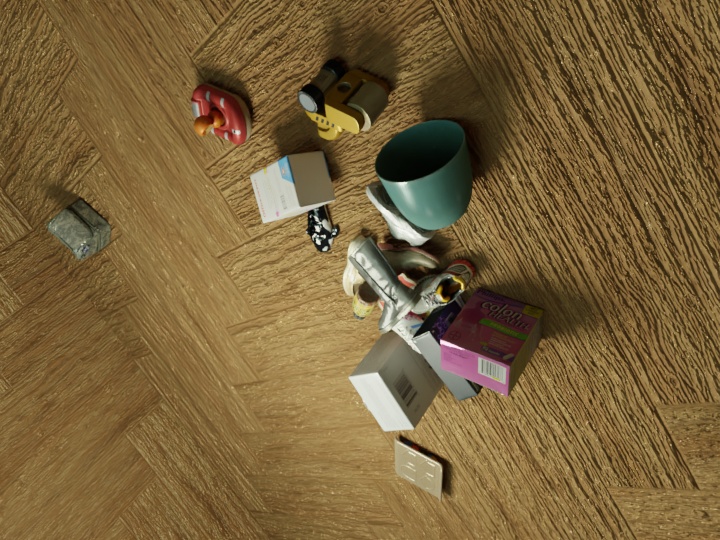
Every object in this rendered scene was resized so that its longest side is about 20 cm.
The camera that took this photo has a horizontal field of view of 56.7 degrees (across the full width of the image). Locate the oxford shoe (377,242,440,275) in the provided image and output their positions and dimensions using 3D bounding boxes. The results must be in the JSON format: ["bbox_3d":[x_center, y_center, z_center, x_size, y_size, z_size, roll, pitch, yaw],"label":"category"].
[{"bbox_3d":[0.113,-0.017,1.653,0.197,0.077,0.070,8,163,46],"label":"oxford shoe"}]

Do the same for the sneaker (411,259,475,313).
[{"bbox_3d":[0.187,0.047,1.615,0.078,0.082,0.199,45,128,-7],"label":"sneaker"}]

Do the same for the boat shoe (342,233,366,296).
[{"bbox_3d":[0.000,0.000,1.789,0.068,0.073,0.204,31,139,25],"label":"boat shoe"}]

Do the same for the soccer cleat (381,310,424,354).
[{"bbox_3d":[0.139,0.162,1.718,0.195,0.087,0.071,23,139,4],"label":"soccer cleat"}]

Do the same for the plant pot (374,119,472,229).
[{"bbox_3d":[0.147,-0.188,1.401,0.197,0.203,0.163,8,141,38],"label":"plant pot"}]

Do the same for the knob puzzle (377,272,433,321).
[{"bbox_3d":[0.104,0.086,1.766,0.216,0.030,0.224,25,138,25],"label":"knob puzzle"}]

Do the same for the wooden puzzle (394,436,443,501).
[{"bbox_3d":[0.197,0.648,2.204,0.197,0.046,0.189,26,138,31],"label":"wooden puzzle"}]

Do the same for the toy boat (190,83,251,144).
[{"bbox_3d":[-0.383,-0.397,1.751,0.196,0.131,0.133,25,138,24],"label":"toy boat"}]

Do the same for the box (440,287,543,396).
[{"bbox_3d":[0.305,0.160,1.543,0.172,0.200,0.099,19,135,29],"label":"box"}]

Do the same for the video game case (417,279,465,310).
[{"bbox_3d":[0.193,0.104,1.742,0.197,0.023,0.185,-14,112,48],"label":"video game case"}]

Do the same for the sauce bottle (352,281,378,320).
[{"bbox_3d":[0.011,0.091,1.824,0.066,0.066,0.201,38,161,9],"label":"sauce bottle"}]

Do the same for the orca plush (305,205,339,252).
[{"bbox_3d":[-0.113,-0.121,1.790,0.104,0.071,0.203,33,140,16],"label":"orca plush"}]

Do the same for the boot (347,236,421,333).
[{"bbox_3d":[0.039,0.039,1.650,0.199,0.073,0.182,41,128,-1],"label":"boot"}]

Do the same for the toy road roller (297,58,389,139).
[{"bbox_3d":[-0.035,-0.357,1.479,0.197,0.124,0.147,27,153,22],"label":"toy road roller"}]

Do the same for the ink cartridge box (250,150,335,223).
[{"bbox_3d":[-0.181,-0.210,1.707,0.197,0.123,0.132,-13,93,49],"label":"ink cartridge box"}]

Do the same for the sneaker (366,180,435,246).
[{"bbox_3d":[0.083,-0.126,1.603,0.200,0.078,0.100,44,145,5],"label":"sneaker"}]

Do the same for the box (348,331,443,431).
[{"bbox_3d":[0.104,0.303,1.858,0.129,0.200,0.201,-17,112,46],"label":"box"}]

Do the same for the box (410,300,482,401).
[{"bbox_3d":[0.236,0.195,1.653,0.201,0.141,0.078,51,141,-8],"label":"box"}]

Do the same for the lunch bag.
[{"bbox_3d":[-1.095,-0.151,2.600,0.199,0.168,0.140,40,142,6],"label":"lunch bag"}]
